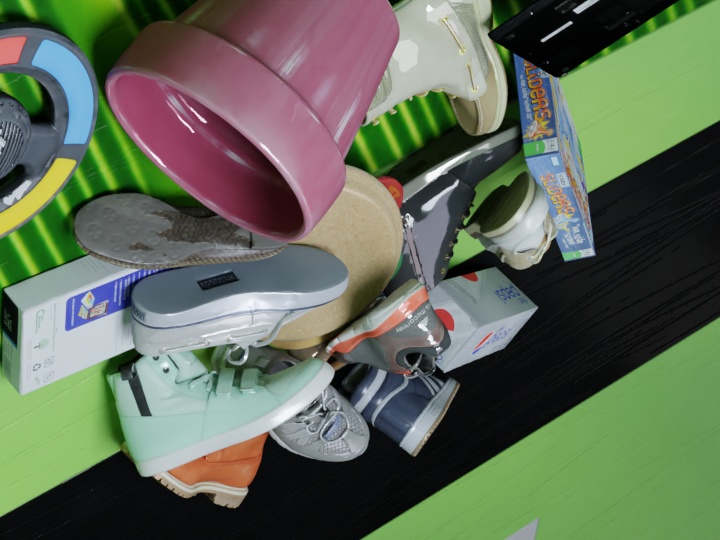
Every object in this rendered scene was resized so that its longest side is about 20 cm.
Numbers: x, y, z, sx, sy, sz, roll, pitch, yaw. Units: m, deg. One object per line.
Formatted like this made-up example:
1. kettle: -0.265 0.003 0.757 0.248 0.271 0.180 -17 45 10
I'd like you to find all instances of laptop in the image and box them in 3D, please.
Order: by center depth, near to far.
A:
1. laptop: 0.219 -0.264 1.722 0.177 0.104 0.199 -33 151 25

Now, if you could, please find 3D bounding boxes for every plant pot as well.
1. plant pot: -0.069 -0.152 1.488 0.179 0.199 0.200 -53 152 -20

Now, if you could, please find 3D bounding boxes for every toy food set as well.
1. toy food set: -0.050 -0.018 1.730 0.199 0.049 0.198 30 109 -36

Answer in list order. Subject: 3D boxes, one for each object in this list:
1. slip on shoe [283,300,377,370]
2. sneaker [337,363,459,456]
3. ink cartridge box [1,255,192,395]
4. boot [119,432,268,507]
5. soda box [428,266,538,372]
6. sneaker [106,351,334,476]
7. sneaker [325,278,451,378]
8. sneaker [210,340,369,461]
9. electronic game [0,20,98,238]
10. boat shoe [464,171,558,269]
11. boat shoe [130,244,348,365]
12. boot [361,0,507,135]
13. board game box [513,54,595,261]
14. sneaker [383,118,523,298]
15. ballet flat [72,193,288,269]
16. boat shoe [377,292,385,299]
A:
1. slip on shoe: 0.011 0.053 1.916 0.199 0.061 0.076 -16 137 -40
2. sneaker: 0.040 0.128 2.041 0.070 0.108 0.200 -57 177 12
3. ink cartridge box: -0.213 0.027 1.641 0.199 0.039 0.100 -22 139 -32
4. boot: -0.153 0.161 1.841 0.108 0.075 0.200 -57 154 6
5. soda box: 0.113 0.048 1.970 0.064 0.068 0.200 -51 166 18
6. sneaker: -0.130 0.094 1.715 0.199 0.119 0.074 -23 -171 2
7. sneaker: 0.028 0.072 1.764 0.077 0.082 0.200 -40 -179 -18
8. sneaker: -0.057 0.133 1.828 0.200 0.082 0.075 36 80 -37
9. electronic game: -0.280 -0.096 1.420 0.199 0.042 0.201 -31 145 -24
10. boat shoe: 0.153 -0.043 1.816 0.075 0.068 0.200 -51 -175 -2
11. boat shoe: -0.106 0.040 1.662 0.201 0.075 0.087 -14 136 -28
12. boot: 0.051 -0.169 1.706 0.154 0.072 0.201 -36 142 -18
13. board game box: 0.190 -0.116 1.879 0.034 0.136 0.200 -10 150 12
14. sneaker: 0.083 -0.060 1.825 0.199 0.075 0.107 -31 111 -8
15. ballet flat: -0.150 -0.030 1.609 0.199 0.068 0.046 -3 163 -30
16. boat shoe: 0.000 0.000 1.842 0.199 0.062 0.073 -12 136 -42
